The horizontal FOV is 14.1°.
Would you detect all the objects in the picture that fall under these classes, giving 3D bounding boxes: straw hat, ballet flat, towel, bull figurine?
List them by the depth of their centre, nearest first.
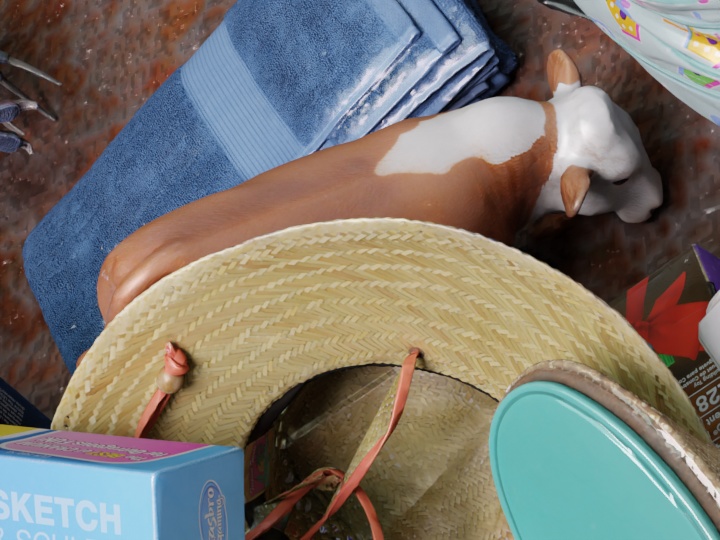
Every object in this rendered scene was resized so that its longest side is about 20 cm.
[{"bbox_3d":[0.109,0.103,0.752,0.200,0.065,0.071,55,131,18],"label":"ballet flat"},{"bbox_3d":[0.016,0.057,0.850,0.201,0.201,0.085,-34,8,25],"label":"straw hat"},{"bbox_3d":[0.000,0.000,0.919,0.065,0.199,0.122,56,146,30],"label":"bull figurine"},{"bbox_3d":[-0.039,-0.041,1.038,0.200,0.048,0.112,-46,46,16],"label":"towel"}]

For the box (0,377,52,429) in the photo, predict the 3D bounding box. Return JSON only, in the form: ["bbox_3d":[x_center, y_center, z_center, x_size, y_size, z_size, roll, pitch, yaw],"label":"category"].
[{"bbox_3d":[-0.138,0.098,0.950,0.136,0.200,0.038,-27,36,30],"label":"box"}]

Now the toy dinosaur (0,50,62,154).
[{"bbox_3d":[-0.182,-0.088,1.123,0.105,0.200,0.182,-28,39,-6],"label":"toy dinosaur"}]

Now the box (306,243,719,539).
[{"bbox_3d":[0.055,0.103,0.889,0.200,0.039,0.137,-37,50,23],"label":"box"}]

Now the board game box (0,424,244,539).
[{"bbox_3d":[-0.121,0.118,0.818,0.199,0.040,0.154,3,98,34],"label":"board game box"}]

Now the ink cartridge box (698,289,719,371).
[{"bbox_3d":[0.200,0.044,0.755,0.146,0.084,0.200,-44,47,16],"label":"ink cartridge box"}]

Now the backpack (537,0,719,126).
[{"bbox_3d":[0.115,-0.124,0.886,0.167,0.126,0.200,-42,50,14],"label":"backpack"}]
